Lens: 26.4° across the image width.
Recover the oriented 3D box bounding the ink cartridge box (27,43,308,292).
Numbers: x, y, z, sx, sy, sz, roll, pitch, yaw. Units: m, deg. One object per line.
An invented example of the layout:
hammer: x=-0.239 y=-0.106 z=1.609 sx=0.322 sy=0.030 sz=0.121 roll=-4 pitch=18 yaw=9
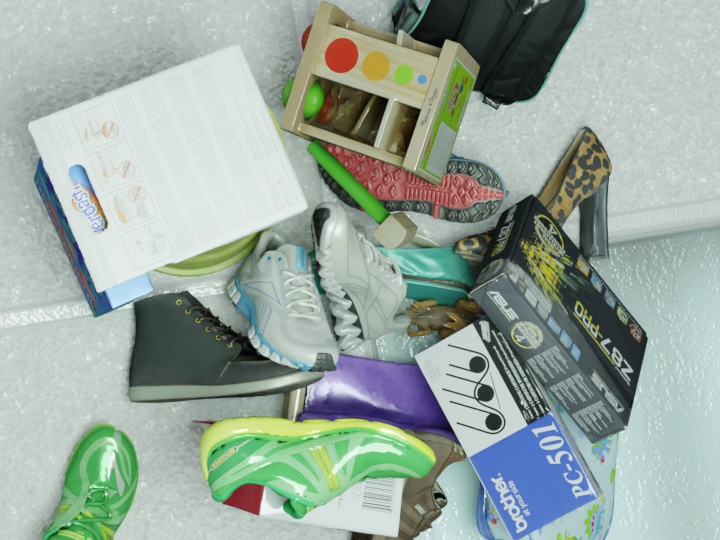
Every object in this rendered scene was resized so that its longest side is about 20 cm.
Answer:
ink cartridge box: x=-0.167 y=-0.089 z=1.339 sx=0.200 sy=0.050 sz=0.161 roll=-23 pitch=92 yaw=-11

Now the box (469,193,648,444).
box: x=0.196 y=0.045 z=1.490 sx=0.200 sy=0.049 sz=0.161 roll=50 pitch=34 yaw=-14

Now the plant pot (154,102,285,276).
plant pot: x=-0.152 y=-0.100 z=1.459 sx=0.200 sy=0.184 sz=0.201 roll=1 pitch=86 yaw=-15

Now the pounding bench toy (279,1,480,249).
pounding bench toy: x=0.001 y=-0.134 z=1.466 sx=0.156 sy=0.124 sz=0.201 roll=19 pitch=92 yaw=14

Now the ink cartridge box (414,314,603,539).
ink cartridge box: x=0.140 y=0.146 z=1.460 sx=0.094 sy=0.044 sz=0.200 roll=-29 pitch=81 yaw=11

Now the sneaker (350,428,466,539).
sneaker: x=0.045 y=0.240 z=1.497 sx=0.075 sy=0.071 sz=0.200 roll=8 pitch=128 yaw=-14

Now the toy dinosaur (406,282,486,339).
toy dinosaur: x=0.109 y=0.054 z=1.570 sx=0.199 sy=0.106 sz=0.061 roll=13 pitch=77 yaw=-7

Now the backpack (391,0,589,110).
backpack: x=0.134 y=-0.278 z=1.539 sx=0.175 sy=0.200 sz=0.154 roll=13 pitch=62 yaw=-13

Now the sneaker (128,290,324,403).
sneaker: x=-0.134 y=0.069 z=1.474 sx=0.199 sy=0.075 sz=0.107 roll=-5 pitch=83 yaw=16

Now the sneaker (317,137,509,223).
sneaker: x=0.053 y=-0.091 z=1.571 sx=0.199 sy=0.096 sz=0.080 roll=17 pitch=99 yaw=12

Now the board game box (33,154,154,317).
board game box: x=-0.251 y=-0.036 z=1.421 sx=0.045 sy=0.200 sz=0.152 roll=-24 pitch=91 yaw=-14

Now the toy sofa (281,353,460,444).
toy sofa: x=0.025 y=0.130 z=1.533 sx=0.199 sy=0.098 sz=0.083 roll=9 pitch=84 yaw=-13

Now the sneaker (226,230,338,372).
sneaker: x=-0.069 y=0.023 z=1.447 sx=0.075 sy=0.200 sz=0.087 roll=11 pitch=112 yaw=-31

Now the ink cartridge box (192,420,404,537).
ink cartridge box: x=-0.068 y=0.193 z=1.450 sx=0.175 sy=0.200 sz=0.084 roll=11 pitch=82 yaw=-13

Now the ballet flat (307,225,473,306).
ballet flat: x=0.018 y=-0.008 z=1.566 sx=0.199 sy=0.067 sz=0.071 roll=6 pitch=60 yaw=-14

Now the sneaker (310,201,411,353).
sneaker: x=0.000 y=0.000 z=1.467 sx=0.081 sy=0.200 sz=0.075 roll=-10 pitch=54 yaw=4

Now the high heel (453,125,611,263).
high heel: x=0.177 y=-0.078 z=1.596 sx=0.200 sy=0.071 sz=0.143 roll=-4 pitch=93 yaw=-31

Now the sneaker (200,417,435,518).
sneaker: x=-0.037 y=0.170 z=1.311 sx=0.199 sy=0.074 sz=0.084 roll=1 pitch=76 yaw=-5

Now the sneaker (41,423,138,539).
sneaker: x=-0.261 y=0.245 z=1.457 sx=0.074 sy=0.084 sz=0.200 roll=21 pitch=80 yaw=-12

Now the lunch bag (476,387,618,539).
lunch bag: x=0.190 y=0.182 z=1.550 sx=0.161 sy=0.082 sz=0.201 roll=8 pitch=86 yaw=-49
